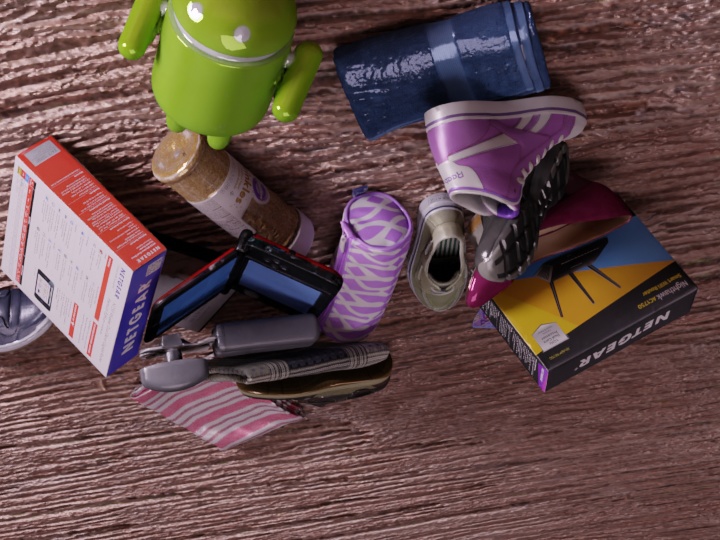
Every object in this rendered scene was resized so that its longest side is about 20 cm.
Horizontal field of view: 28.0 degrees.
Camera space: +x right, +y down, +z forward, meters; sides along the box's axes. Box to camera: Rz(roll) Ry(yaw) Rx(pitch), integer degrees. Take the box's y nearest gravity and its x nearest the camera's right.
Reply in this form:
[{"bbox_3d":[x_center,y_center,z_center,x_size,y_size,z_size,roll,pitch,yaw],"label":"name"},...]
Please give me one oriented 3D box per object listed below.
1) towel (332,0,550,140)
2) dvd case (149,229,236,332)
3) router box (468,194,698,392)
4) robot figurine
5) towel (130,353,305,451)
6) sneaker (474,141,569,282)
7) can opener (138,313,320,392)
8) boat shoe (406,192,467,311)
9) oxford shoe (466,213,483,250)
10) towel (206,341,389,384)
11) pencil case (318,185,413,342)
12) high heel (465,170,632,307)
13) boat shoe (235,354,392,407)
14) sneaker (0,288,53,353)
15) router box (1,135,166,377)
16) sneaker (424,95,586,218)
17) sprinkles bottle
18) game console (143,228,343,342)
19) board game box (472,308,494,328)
[{"bbox_3d":[0.078,-0.194,1.395,0.198,0.049,0.112,-12,142,12],"label":"towel"},{"bbox_3d":[-0.242,0.007,1.667,0.199,0.018,0.143,18,139,-27],"label":"dvd case"},{"bbox_3d":[0.238,0.021,1.556,0.199,0.150,0.051,-27,150,-17],"label":"router box"},{"bbox_3d":[-0.124,-0.203,1.307,0.174,0.116,0.201,23,140,-3],"label":"robot figurine"},{"bbox_3d":[-0.185,0.179,1.900,0.145,0.030,0.200,-24,140,27],"label":"towel"},{"bbox_3d":[0.149,-0.061,1.465,0.079,0.200,0.076,11,133,23],"label":"sneaker"},{"bbox_3d":[-0.141,0.091,1.561,0.198,0.068,0.053,-6,169,-13],"label":"can opener"},{"bbox_3d":[0.088,-0.006,1.641,0.071,0.063,0.201,-4,145,1],"label":"boat shoe"},{"bbox_3d":[0.175,-0.022,1.639,0.075,0.058,0.200,-44,149,7],"label":"oxford shoe"},{"bbox_3d":[-0.095,0.112,1.690,0.191,0.035,0.199,-9,-177,-32],"label":"towel"},{"bbox_3d":[0.000,0.000,1.621,0.085,0.084,0.201,-27,153,-29],"label":"pencil case"},{"bbox_3d":[0.195,-0.022,1.508,0.096,0.200,0.068,33,162,20],"label":"high heel"},{"bbox_3d":[-0.057,0.142,1.822,0.198,0.074,0.065,-4,139,0],"label":"boat shoe"},{"bbox_3d":[-0.452,0.044,1.656,0.198,0.071,0.109,-12,145,16],"label":"sneaker"},{"bbox_3d":[-0.296,-0.011,1.518,0.049,0.179,0.201,-36,163,-36],"label":"router box"},{"bbox_3d":[0.151,-0.107,1.418,0.199,0.115,0.072,-9,170,-35],"label":"sneaker"},{"bbox_3d":[-0.132,-0.075,1.522,0.068,0.069,0.200,-24,139,26],"label":"sprinkles bottle"},{"bbox_3d":[-0.128,0.042,1.550,0.171,0.120,0.200,24,164,-5],"label":"game console"},{"bbox_3d":[0.232,0.047,1.693,0.199,0.039,0.158,5,147,-45],"label":"board game box"}]
